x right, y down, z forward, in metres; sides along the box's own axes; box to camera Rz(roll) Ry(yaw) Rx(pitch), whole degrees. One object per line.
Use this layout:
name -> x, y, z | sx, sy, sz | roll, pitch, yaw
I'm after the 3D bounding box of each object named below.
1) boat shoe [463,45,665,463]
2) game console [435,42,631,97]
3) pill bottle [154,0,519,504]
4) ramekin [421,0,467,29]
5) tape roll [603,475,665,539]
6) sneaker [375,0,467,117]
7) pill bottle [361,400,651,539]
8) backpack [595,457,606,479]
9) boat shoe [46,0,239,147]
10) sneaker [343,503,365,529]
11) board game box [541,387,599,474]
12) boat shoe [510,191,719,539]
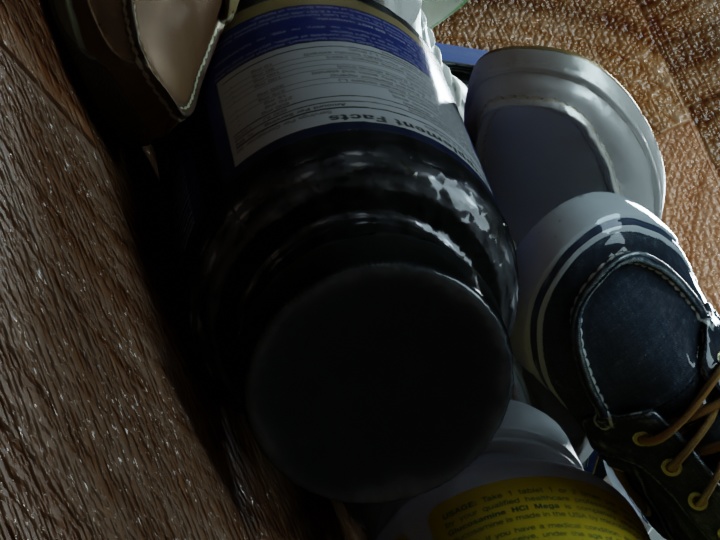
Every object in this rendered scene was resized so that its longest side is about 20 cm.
boat shoe -> 0.074, 0.002, 1.033 | 0.201, 0.070, 0.070 | 73, 29, -49
game console -> 0.027, -0.050, 1.394 | 0.171, 0.199, 0.119 | 28, -72, 62
pill bottle -> -0.008, -0.010, 0.943 | 0.200, 0.111, 0.112 | -107, 172, -61
ramekin -> -0.022, -0.186, 1.242 | 0.200, 0.199, 0.098 | 62, 12, -46
tape roll -> 0.127, 0.176, 1.258 | 0.037, 0.203, 0.203 | 16, -26, 29
sneaker -> 0.008, -0.084, 1.243 | 0.078, 0.099, 0.201 | 38, -43, 33
pill bottle -> 0.062, 0.140, 0.988 | 0.200, 0.112, 0.113 | -109, 174, -50
backpack -> 0.062, 0.026, 1.514 | 0.183, 0.134, 0.201 | -108, 174, -54
boat shoe -> -0.065, -0.129, 0.987 | 0.201, 0.073, 0.076 | -92, 156, -45
sneaker -> 0.000, 0.000, 1.114 | 0.112, 0.077, 0.201 | 84, -16, -61
board game box -> 0.056, 0.052, 1.237 | 0.200, 0.034, 0.136 | 96, -30, -60
boat shoe -> 0.119, 0.051, 0.992 | 0.091, 0.071, 0.200 | 44, -7, 38
